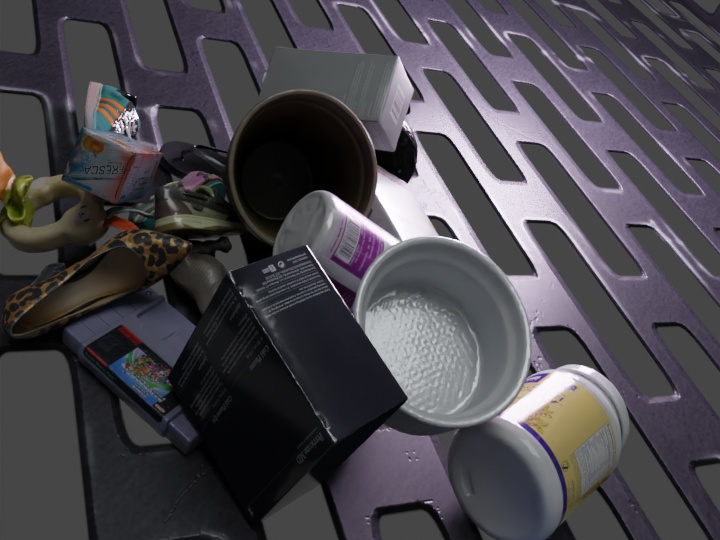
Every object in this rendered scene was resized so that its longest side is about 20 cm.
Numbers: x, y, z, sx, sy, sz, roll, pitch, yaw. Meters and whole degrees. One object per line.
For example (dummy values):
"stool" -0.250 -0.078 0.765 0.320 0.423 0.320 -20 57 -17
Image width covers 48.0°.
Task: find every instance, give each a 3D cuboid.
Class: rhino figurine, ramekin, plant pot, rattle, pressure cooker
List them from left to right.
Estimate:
"rattle" -0.347 -0.098 0.945 0.196 0.146 0.130 11 31 27
"rhino figurine" -0.167 0.032 0.994 0.086 0.060 0.200 -16 54 -45
"plant pot" -0.095 -0.126 1.082 0.195 0.206 0.173 7 0 -20
"pressure cooker" -0.013 -0.220 1.280 0.173 0.180 0.203 19 35 -31
"ramekin" 0.073 0.076 0.860 0.195 0.098 0.206 7 66 -16

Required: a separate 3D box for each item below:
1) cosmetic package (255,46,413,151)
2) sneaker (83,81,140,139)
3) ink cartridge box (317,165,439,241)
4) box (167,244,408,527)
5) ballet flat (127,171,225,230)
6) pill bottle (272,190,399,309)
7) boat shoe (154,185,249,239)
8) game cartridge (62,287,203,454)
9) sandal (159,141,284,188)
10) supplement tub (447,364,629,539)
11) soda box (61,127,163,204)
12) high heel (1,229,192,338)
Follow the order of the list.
"cosmetic package" -0.038 -0.241 1.130 0.195 0.090 0.109 11 73 25
"sneaker" -0.357 -0.208 1.163 0.078 0.072 0.202 3 41 -17
"ink cartridge box" 0.040 -0.056 1.145 0.146 0.086 0.202 26 27 -43
"box" -0.080 0.116 0.798 0.103 0.201 0.184 -20 68 -42
"ballet flat" -0.260 -0.078 1.073 0.070 0.071 0.200 18 37 22
"pill bottle" 0.000 0.000 0.967 0.198 0.112 0.114 33 29 -32
"boat shoe" -0.198 -0.076 1.035 0.070 0.068 0.200 -8 0 19
"game cartridge" -0.222 0.103 0.905 0.198 0.039 0.129 37 35 15
"sandal" -0.203 -0.156 1.205 0.195 0.043 0.077 18 38 -9
"supplement tub" 0.208 0.202 0.923 0.198 0.147 0.145 -23 56 -43
"soda box" -0.292 -0.126 0.968 0.067 0.065 0.200 24 4 -8
"high heel" -0.284 0.021 0.877 0.195 0.073 0.143 -14 25 9
